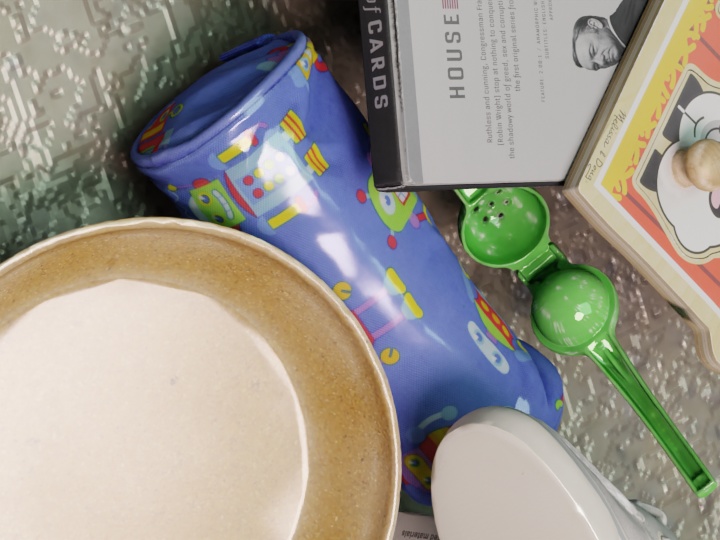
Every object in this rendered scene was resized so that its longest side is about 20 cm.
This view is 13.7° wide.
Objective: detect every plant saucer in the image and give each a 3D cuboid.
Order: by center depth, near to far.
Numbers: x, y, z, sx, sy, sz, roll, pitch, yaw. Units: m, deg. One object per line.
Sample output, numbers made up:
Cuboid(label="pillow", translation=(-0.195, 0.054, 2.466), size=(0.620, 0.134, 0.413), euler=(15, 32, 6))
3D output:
Cuboid(label="plant saucer", translation=(-0.084, 0.076, 1.081), size=(0.199, 0.035, 0.201), euler=(-5, 103, -20))

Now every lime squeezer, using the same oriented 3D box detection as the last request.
Cuboid(label="lime squeezer", translation=(0.073, 0.000, 1.144), size=(0.038, 0.071, 0.200), euler=(-39, 93, -9))

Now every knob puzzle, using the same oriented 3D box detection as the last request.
Cuboid(label="knob puzzle", translation=(0.183, -0.044, 1.172), size=(0.219, 0.030, 0.221), euler=(4, 83, -39))

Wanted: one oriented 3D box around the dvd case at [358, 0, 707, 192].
Cuboid(label="dvd case", translation=(0.081, -0.107, 1.130), size=(0.199, 0.025, 0.151), euler=(-3, 87, -39))

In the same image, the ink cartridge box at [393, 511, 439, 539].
Cuboid(label="ink cartridge box", translation=(0.059, 0.212, 1.171), size=(0.145, 0.084, 0.201), euler=(24, 77, -31))

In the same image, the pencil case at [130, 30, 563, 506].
Cuboid(label="pencil case", translation=(0.000, 0.000, 1.131), size=(0.200, 0.078, 0.087), euler=(52, 38, -23))

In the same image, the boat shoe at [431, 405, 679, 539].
Cuboid(label="boat shoe", translation=(0.098, 0.123, 1.112), size=(0.200, 0.072, 0.069), euler=(53, 41, -14))
